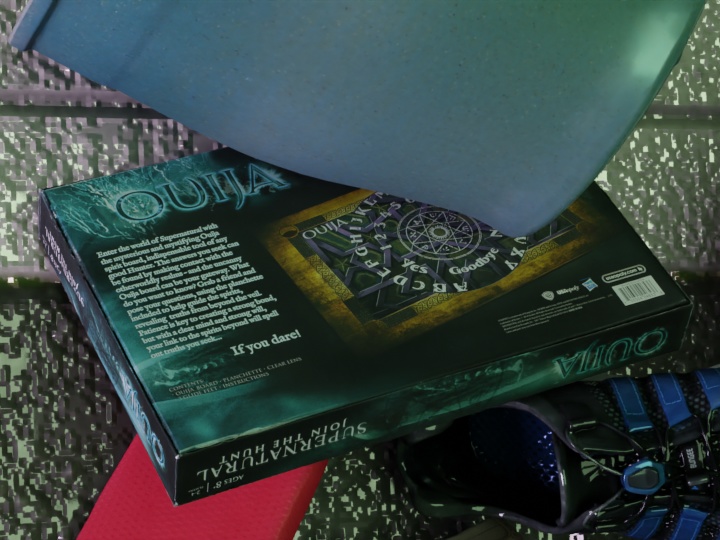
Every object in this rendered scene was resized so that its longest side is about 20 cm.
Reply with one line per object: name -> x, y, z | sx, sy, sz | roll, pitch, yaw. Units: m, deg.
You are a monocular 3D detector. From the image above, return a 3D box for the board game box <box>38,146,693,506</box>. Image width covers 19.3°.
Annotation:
board game box -> 0.000, 0.000, 0.759 | 0.199, 0.028, 0.136 | -15, 48, -22

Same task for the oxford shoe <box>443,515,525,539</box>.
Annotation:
oxford shoe -> -0.022, 0.145, 0.767 | 0.198, 0.071, 0.073 | -14, 55, -15

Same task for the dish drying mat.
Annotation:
dish drying mat -> -0.082, 0.136, 0.723 | 0.201, 0.076, 0.018 | -63, 149, -26

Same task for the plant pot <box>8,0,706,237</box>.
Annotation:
plant pot -> 0.011, -0.113, 0.717 | 0.187, 0.200, 0.201 | 32, 74, -10

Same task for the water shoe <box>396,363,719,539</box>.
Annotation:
water shoe -> 0.104, 0.073, 0.743 | 0.079, 0.199, 0.072 | -23, 106, -49
